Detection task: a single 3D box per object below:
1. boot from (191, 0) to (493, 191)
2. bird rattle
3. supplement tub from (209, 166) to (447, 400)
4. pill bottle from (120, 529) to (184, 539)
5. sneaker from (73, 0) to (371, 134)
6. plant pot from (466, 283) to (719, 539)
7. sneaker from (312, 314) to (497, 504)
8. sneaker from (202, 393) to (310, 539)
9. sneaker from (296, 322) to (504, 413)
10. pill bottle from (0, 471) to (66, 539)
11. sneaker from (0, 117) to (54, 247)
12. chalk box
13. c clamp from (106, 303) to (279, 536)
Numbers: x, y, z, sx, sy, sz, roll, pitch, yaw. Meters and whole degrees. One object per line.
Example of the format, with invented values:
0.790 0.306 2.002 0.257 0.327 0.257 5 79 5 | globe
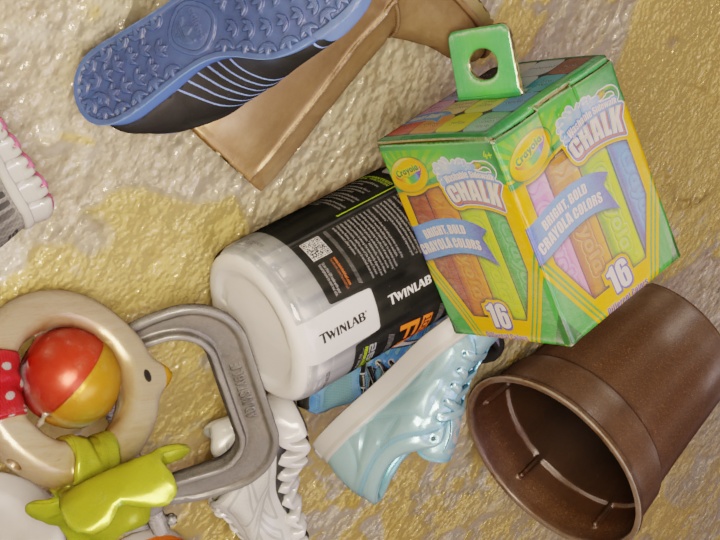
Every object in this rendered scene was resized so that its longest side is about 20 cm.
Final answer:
-0.014 -0.136 0.991 0.200 0.066 0.175 -50 135 -3 | boot
-0.202 0.085 0.914 0.113 0.200 0.163 -46 -167 46 | bird rattle
0.000 0.000 1.062 0.200 0.122 0.123 -29 137 -29 | supplement tub
-0.123 0.298 1.103 0.114 0.200 0.114 -29 138 -30 | pill bottle
-0.072 -0.136 0.857 0.199 0.070 0.078 -19 172 23 | sneaker
0.239 0.126 1.386 0.198 0.200 0.201 -39 142 -31 | plant pot
0.058 0.099 1.104 0.200 0.082 0.074 -45 169 20 | sneaker
-0.087 0.182 1.170 0.081 0.075 0.201 -17 130 -21 | sneaker
0.036 0.069 1.184 0.200 0.090 0.079 -22 134 -30 | sneaker
-0.259 0.246 0.986 0.114 0.114 0.201 -20 133 -37 | pill bottle
-0.241 -0.064 0.783 0.088 0.074 0.200 -49 149 -16 | sneaker
0.107 -0.067 0.983 0.124 0.124 0.201 -35 111 -29 | chalk box
-0.145 0.114 1.033 0.170 0.027 0.201 -11 124 -5 | c clamp
